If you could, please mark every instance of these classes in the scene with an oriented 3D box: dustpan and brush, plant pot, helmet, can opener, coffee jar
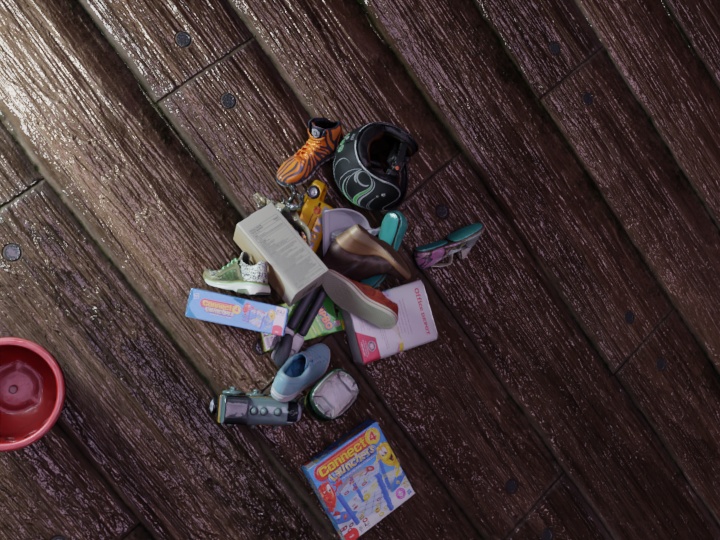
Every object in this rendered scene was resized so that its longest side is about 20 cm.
[{"bbox_3d":[-0.003,-0.086,1.671,0.199,0.057,0.142,-19,114,-48],"label":"dustpan and brush"},{"bbox_3d":[-0.662,0.229,1.346,0.197,0.182,0.204,2,84,-19],"label":"plant pot"},{"bbox_3d":[0.033,-0.234,1.634,0.197,0.191,0.204,5,73,-16],"label":"helmet"},{"bbox_3d":[-0.133,0.125,1.580,0.053,0.067,0.202,30,83,-16],"label":"can opener"},{"bbox_3d":[-0.066,0.277,1.549,0.085,0.200,0.104,45,73,4],"label":"coffee jar"}]

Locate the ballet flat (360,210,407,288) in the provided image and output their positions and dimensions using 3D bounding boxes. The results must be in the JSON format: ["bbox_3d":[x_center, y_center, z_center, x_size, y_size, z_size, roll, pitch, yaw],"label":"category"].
[{"bbox_3d":[0.064,-0.045,1.687,0.070,0.067,0.203,2,113,-57],"label":"ballet flat"}]

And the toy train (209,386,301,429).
[{"bbox_3d":[-0.224,0.302,1.534,0.197,0.114,0.087,8,83,-19],"label":"toy train"}]

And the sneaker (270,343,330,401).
[{"bbox_3d":[-0.118,0.208,1.556,0.073,0.083,0.200,33,37,10],"label":"sneaker"}]

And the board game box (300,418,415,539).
[{"bbox_3d":[-0.004,0.482,1.629,0.198,0.056,0.198,-31,96,-19],"label":"board game box"}]

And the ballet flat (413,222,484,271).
[{"bbox_3d":[0.224,-0.053,1.760,0.198,0.069,0.072,-23,111,-16],"label":"ballet flat"}]

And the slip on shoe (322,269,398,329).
[{"bbox_3d":[0.000,0.058,1.584,0.198,0.074,0.062,30,40,-3],"label":"slip on shoe"}]

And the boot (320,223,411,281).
[{"bbox_3d":[0.000,0.000,1.626,0.199,0.073,0.166,37,111,-24],"label":"boot"}]

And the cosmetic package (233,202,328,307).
[{"bbox_3d":[-0.173,-0.035,1.525,0.105,0.071,0.201,-34,78,-30],"label":"cosmetic package"}]

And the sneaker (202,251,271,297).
[{"bbox_3d":[-0.258,0.003,1.517,0.076,0.198,0.090,16,85,-52],"label":"sneaker"}]

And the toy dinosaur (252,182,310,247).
[{"bbox_3d":[-0.157,-0.139,1.576,0.047,0.199,0.089,-2,123,-52],"label":"toy dinosaur"}]

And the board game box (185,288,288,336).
[{"bbox_3d":[-0.254,0.085,1.475,0.197,0.196,0.057,12,86,-9],"label":"board game box"}]

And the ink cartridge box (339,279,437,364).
[{"bbox_3d":[0.064,0.121,1.670,0.197,0.085,0.150,-15,89,-20],"label":"ink cartridge box"}]

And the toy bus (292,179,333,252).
[{"bbox_3d":[-0.122,-0.103,1.633,0.077,0.065,0.203,26,77,-16],"label":"toy bus"}]

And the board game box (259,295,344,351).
[{"bbox_3d":[-0.138,0.114,1.629,0.197,0.030,0.097,-14,90,-18],"label":"board game box"}]

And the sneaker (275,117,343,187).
[{"bbox_3d":[-0.119,-0.282,1.617,0.077,0.113,0.200,37,64,21],"label":"sneaker"}]
